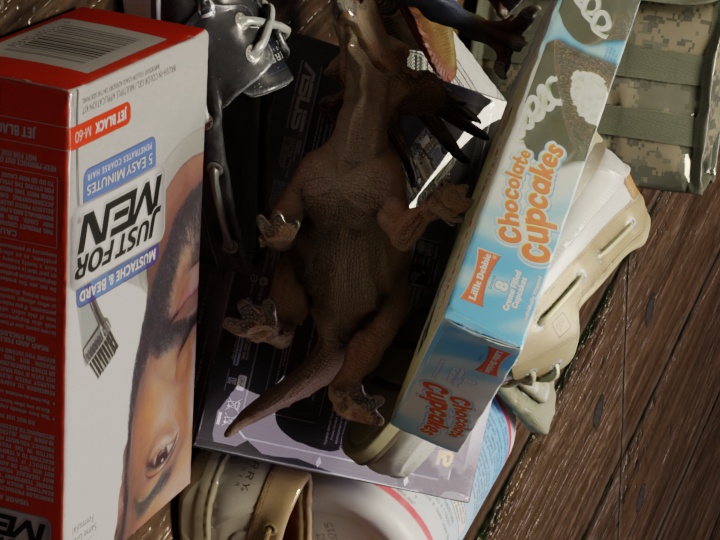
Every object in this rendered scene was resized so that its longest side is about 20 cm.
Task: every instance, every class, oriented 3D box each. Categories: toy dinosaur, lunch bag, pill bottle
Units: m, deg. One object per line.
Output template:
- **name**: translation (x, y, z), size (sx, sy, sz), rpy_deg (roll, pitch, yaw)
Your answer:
- **toy dinosaur**: translation (-0.002, -0.155, 0.901), size (0.200, 0.181, 0.106), rpy_deg (-48, -162, 52)
- **lunch bag**: translation (0.159, -0.160, 1.249), size (0.118, 0.163, 0.202), rpy_deg (-27, 125, -72)
- **toy dinosaur**: translation (0.000, -0.016, 0.873), size (0.136, 0.085, 0.201), rpy_deg (-69, 177, -66)
- **pill bottle**: translation (0.025, 0.104, 1.123), size (0.200, 0.108, 0.109), rpy_deg (-53, 148, -48)

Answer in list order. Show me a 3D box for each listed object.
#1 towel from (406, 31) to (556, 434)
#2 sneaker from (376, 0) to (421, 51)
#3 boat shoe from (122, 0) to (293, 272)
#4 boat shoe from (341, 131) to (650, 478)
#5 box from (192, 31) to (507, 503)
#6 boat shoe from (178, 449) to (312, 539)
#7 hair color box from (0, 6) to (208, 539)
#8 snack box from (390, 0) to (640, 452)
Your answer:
- **towel**: translation (0.070, -0.034, 1.119), size (0.200, 0.034, 0.194), rpy_deg (51, 30, -45)
- **sneaker**: translation (0.024, -0.210, 1.002), size (0.109, 0.070, 0.200), rpy_deg (-65, 153, -28)
- **boat shoe**: translation (-0.061, -0.094, 0.842), size (0.072, 0.067, 0.202), rpy_deg (-36, 134, -61)
- **boat shoe**: translation (0.071, 0.024, 0.927), size (0.068, 0.075, 0.200), rpy_deg (43, 73, -18)
- **box**: translation (0.000, 0.000, 0.957), size (0.157, 0.048, 0.202), rpy_deg (14, 87, -28)
- **boat shoe**: translation (-0.047, 0.173, 1.025), size (0.074, 0.069, 0.201), rpy_deg (-58, 151, -43)
- **hair color box**: translation (-0.112, 0.009, 0.772), size (0.111, 0.063, 0.202), rpy_deg (-40, 138, -61)
- **snack box**: translation (0.069, -0.034, 0.840), size (0.116, 0.037, 0.201), rpy_deg (111, 1, -64)
